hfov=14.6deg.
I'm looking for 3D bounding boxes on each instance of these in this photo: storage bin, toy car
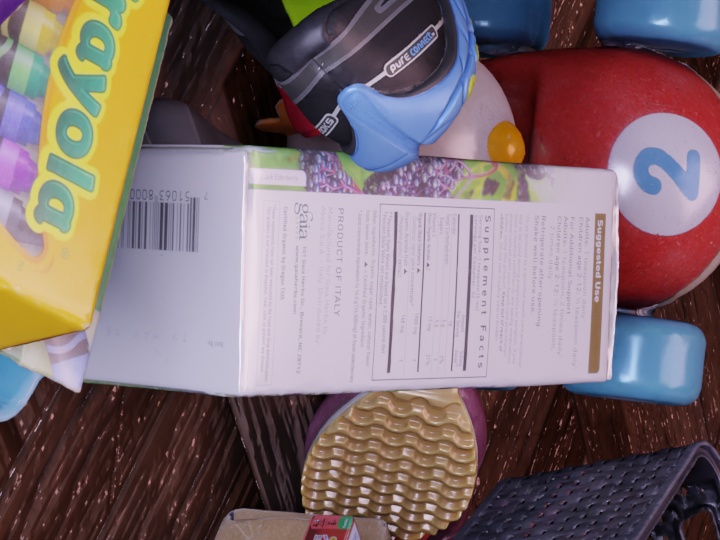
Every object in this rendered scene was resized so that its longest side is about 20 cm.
[{"bbox_3d":[0.088,0.165,1.078,0.200,0.093,0.136,-42,116,-61],"label":"storage bin"},{"bbox_3d":[0.047,-0.046,1.159,0.200,0.176,0.186,11,84,-56],"label":"toy car"}]

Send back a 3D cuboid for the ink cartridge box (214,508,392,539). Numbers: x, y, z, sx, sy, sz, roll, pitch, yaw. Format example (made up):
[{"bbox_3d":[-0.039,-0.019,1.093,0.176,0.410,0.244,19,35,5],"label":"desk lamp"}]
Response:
[{"bbox_3d":[-0.031,0.221,1.093,0.201,0.075,0.165,-67,152,-44],"label":"ink cartridge box"}]

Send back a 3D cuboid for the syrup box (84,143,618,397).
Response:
[{"bbox_3d":[0.000,0.000,0.963,0.199,0.078,0.082,-1,93,-49],"label":"syrup box"}]

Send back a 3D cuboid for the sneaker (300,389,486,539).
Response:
[{"bbox_3d":[0.016,0.072,1.168,0.200,0.074,0.091,102,2,-56],"label":"sneaker"}]

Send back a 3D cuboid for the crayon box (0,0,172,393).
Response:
[{"bbox_3d":[-0.123,-0.063,0.748,0.199,0.051,0.126,29,63,-36],"label":"crayon box"}]

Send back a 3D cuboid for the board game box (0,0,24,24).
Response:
[{"bbox_3d":[-0.144,-0.148,0.695,0.200,0.032,0.120,53,46,-19],"label":"board game box"}]

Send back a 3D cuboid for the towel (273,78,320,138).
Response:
[{"bbox_3d":[-0.031,-0.165,1.063,0.201,0.022,0.145,66,32,-20],"label":"towel"}]

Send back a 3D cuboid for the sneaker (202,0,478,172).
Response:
[{"bbox_3d":[-0.018,-0.117,0.923,0.083,0.071,0.200,35,24,-37],"label":"sneaker"}]

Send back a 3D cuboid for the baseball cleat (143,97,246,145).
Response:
[{"bbox_3d":[-0.021,-0.022,1.051,0.200,0.106,0.070,58,9,-64],"label":"baseball cleat"}]

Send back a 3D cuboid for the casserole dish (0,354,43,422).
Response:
[{"bbox_3d":[-0.136,-0.040,0.851,0.200,0.039,0.122,63,36,-50],"label":"casserole dish"}]

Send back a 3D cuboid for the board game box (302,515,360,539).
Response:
[{"bbox_3d":[-0.023,0.193,0.974,0.201,0.019,0.103,-70,151,-46],"label":"board game box"}]
